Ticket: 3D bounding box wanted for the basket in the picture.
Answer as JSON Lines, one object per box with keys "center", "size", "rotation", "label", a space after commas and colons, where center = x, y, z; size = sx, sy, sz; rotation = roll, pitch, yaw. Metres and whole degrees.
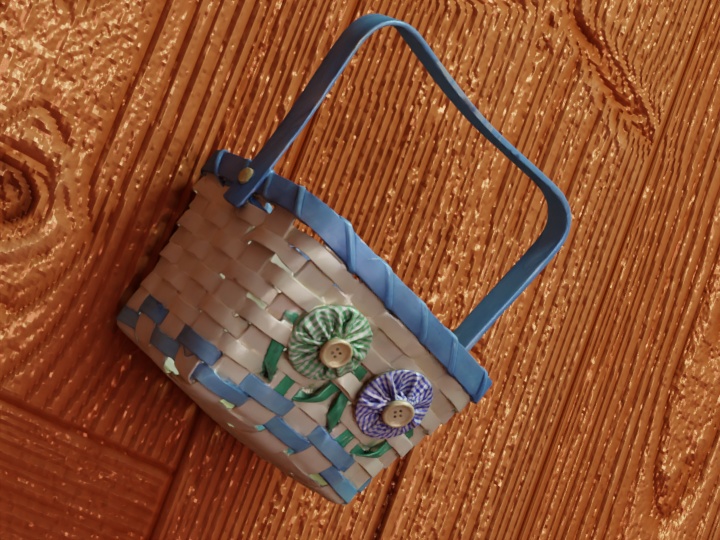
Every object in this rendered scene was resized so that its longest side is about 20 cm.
{"center": [0.000, 0.000, 1.055], "size": [0.176, 0.139, 0.200], "rotation": [42, 79, -36], "label": "basket"}
